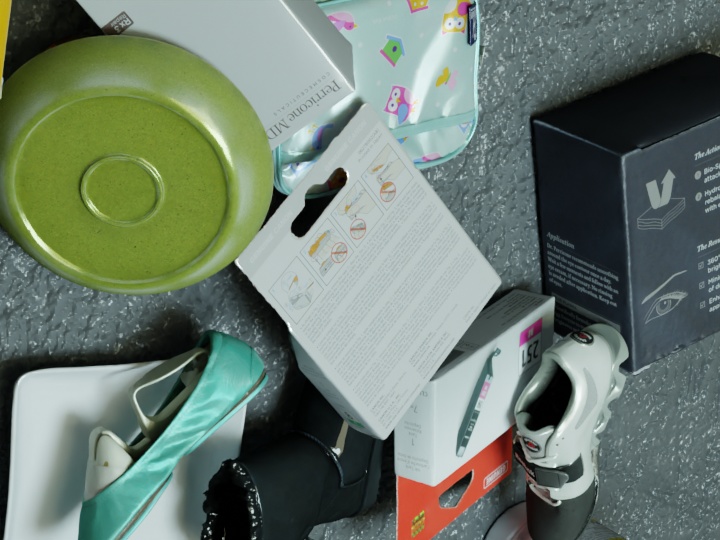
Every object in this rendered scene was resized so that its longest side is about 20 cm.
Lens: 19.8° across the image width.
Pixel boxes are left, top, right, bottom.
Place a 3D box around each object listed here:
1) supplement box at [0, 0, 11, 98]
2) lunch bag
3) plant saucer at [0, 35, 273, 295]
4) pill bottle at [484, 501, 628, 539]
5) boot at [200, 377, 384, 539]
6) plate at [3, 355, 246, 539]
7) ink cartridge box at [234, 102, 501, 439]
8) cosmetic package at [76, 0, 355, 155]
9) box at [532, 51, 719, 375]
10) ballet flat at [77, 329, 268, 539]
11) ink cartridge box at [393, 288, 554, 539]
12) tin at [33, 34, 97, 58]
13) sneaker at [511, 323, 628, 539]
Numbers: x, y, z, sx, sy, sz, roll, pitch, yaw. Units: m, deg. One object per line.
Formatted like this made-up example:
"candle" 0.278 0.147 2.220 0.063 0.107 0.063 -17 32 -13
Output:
"supplement box" -0.320 -0.171 1.243 0.199 0.109 0.110 1 107 -37
"lunch bag" 0.002 -0.141 1.520 0.199 0.077 0.162 -16 116 -31
"plant saucer" -0.157 -0.060 1.371 0.198 0.031 0.201 0 124 1
"pill bottle" 0.198 0.277 1.753 0.114 0.200 0.115 -14 115 -33
"boot" -0.050 0.135 1.569 0.162 0.073 0.200 -24 126 -47
"plate" -0.180 0.157 1.528 0.198 0.032 0.202 -4 110 -36
"ink cartridge box" 0.000 0.000 1.513 0.161 0.050 0.200 -51 122 -19
"cosmetic package" -0.104 -0.175 1.370 0.113 0.081 0.200 -36 112 15
"box" 0.258 -0.052 1.725 0.196 0.117 0.201 -23 121 -29
"ballet flat" -0.153 0.121 1.482 0.070 0.067 0.200 45 77 -14
"ink cartridge box" 0.093 0.129 1.675 0.200 0.043 0.175 -31 126 -51
"tin" -0.165 -0.080 1.444 0.112 0.042 0.200 -53 130 -13
"sneaker" 0.153 0.142 1.687 0.088 0.074 0.202 -11 117 -44
